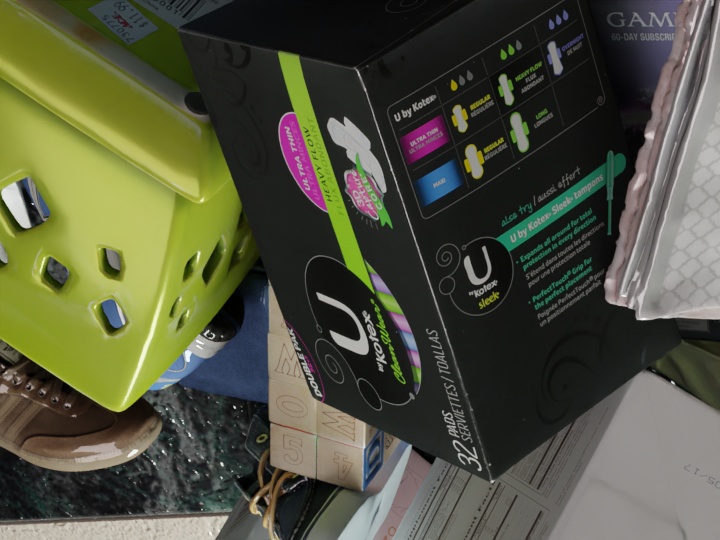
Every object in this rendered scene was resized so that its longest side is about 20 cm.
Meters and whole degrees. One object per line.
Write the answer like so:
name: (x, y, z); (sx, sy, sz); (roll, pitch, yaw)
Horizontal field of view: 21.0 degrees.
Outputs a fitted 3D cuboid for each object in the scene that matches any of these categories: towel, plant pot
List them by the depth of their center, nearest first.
towel: (0.210, -0.066, 0.813); (0.189, 0.032, 0.202); (0, 120, -19)
plant pot: (-0.132, -0.085, 1.023); (0.199, 0.199, 0.182); (33, 133, 4)
towel: (-0.035, 0.038, 1.181); (0.198, 0.049, 0.112); (8, 132, 27)

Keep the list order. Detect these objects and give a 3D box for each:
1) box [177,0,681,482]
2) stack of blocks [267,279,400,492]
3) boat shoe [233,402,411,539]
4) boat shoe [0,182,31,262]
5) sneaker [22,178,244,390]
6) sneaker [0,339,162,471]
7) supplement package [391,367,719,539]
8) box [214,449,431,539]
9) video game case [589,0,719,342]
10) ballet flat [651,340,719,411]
box: (0.032, -0.037, 0.867); (0.148, 0.124, 0.202); (19, 135, 53)
stack of blocks: (0.000, 0.000, 1.040); (0.058, 0.115, 0.202); (13, 122, 20)
boat shoe: (-0.036, 0.131, 1.101); (0.090, 0.200, 0.072); (19, 104, 8)
boat shoe: (-0.241, -0.037, 1.213); (0.063, 0.071, 0.201); (-16, 133, -10)
sneaker: (-0.155, -0.016, 1.147); (0.201, 0.075, 0.077); (52, 122, 18)
sneaker: (-0.231, 0.081, 1.335); (0.198, 0.071, 0.076); (9, 132, 26)
supplement package: (0.130, 0.135, 0.983); (0.151, 0.152, 0.200); (30, 178, -14)
box: (0.006, 0.209, 1.236); (0.200, 0.153, 0.106); (41, 138, -7)
video game case: (0.181, -0.047, 0.897); (0.141, 0.019, 0.201); (3, 129, 24)
ballet flat: (0.163, 0.023, 1.033); (0.199, 0.070, 0.070); (31, 139, -3)
